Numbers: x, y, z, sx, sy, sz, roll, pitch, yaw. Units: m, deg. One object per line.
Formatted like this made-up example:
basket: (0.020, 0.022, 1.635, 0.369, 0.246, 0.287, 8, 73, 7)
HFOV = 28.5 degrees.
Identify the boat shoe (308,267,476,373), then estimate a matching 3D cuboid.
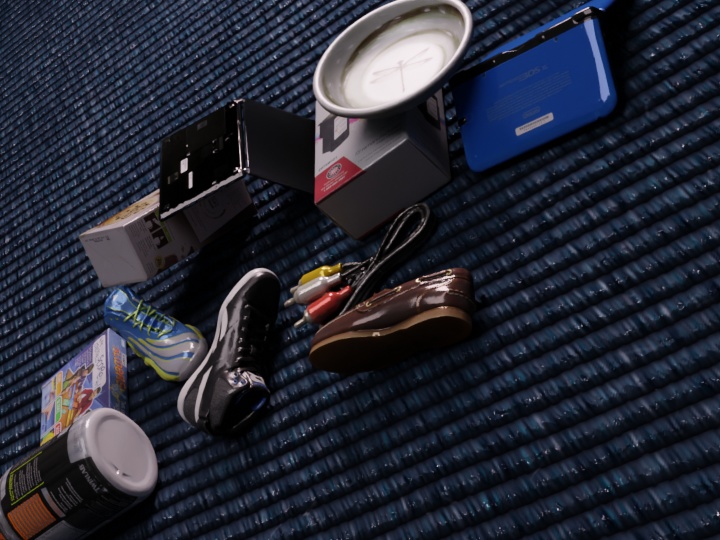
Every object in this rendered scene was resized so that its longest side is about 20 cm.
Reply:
boat shoe: (0.034, 0.053, 1.467, 0.199, 0.070, 0.071, -17, 51, 30)

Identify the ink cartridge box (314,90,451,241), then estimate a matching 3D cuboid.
ink cartridge box: (0.022, -0.156, 1.681, 0.145, 0.083, 0.201, -33, 36, 26)

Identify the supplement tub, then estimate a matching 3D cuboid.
supplement tub: (-0.347, 0.259, 1.685, 0.199, 0.122, 0.123, -34, 36, 25)

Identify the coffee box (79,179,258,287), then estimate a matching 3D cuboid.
coffee box: (-0.247, -0.060, 1.845, 0.200, 0.080, 0.113, -35, 17, -37)

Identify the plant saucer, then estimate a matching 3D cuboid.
plant saucer: (0.044, -0.231, 1.613, 0.199, 0.050, 0.201, -20, 40, 17)

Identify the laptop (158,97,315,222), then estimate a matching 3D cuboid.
laptop: (-0.148, -0.128, 1.811, 0.199, 0.103, 0.178, -27, 36, 13)

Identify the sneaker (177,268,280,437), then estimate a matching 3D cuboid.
sneaker: (-0.125, 0.100, 1.625, 0.112, 0.073, 0.201, 20, 82, 54)

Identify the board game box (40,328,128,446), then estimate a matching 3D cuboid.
board game box: (-0.363, 0.184, 1.863, 0.135, 0.034, 0.201, -38, 34, 18)

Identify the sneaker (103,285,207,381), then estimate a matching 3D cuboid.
sneaker: (-0.271, 0.077, 1.791, 0.076, 0.105, 0.200, -57, 31, -9)

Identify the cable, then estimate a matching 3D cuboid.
cable: (0.000, 0.000, 1.579, 0.200, 0.050, 0.097, -40, 34, 20)

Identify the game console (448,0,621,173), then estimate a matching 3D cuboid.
game console: (0.210, -0.211, 1.562, 0.199, 0.118, 0.172, -23, 72, 38)
